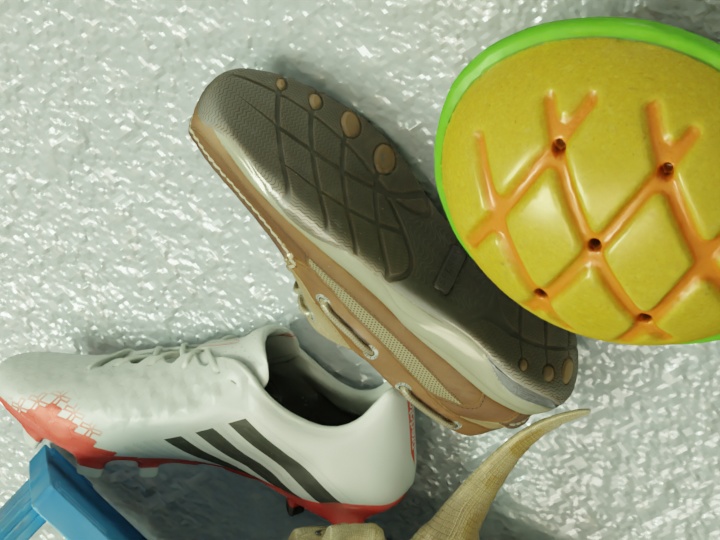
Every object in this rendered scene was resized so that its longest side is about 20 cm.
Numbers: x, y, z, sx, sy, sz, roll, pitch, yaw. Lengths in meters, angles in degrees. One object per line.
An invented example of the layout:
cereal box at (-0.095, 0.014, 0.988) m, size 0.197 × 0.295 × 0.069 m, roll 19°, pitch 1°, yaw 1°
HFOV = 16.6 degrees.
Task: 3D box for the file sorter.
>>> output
file sorter at (-0.131, 0.177, 1.118) m, size 0.139 × 0.200 × 0.123 m, roll 43°, pitch 85°, yaw -6°

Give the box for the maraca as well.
maraca at (0.123, -0.028, 0.940) m, size 0.200 × 0.107 × 0.137 m, roll 13°, pitch 126°, yaw 16°

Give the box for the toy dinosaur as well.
toy dinosaur at (0.021, 0.135, 1.070) m, size 0.101 × 0.058 × 0.200 m, roll 17°, pitch 99°, yaw -21°

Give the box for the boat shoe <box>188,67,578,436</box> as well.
boat shoe at (0.000, 0.000, 1.040) m, size 0.200 × 0.076 × 0.072 m, roll 44°, pitch 131°, yaw -6°

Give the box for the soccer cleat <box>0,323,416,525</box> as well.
soccer cleat at (-0.069, 0.057, 1.118) m, size 0.200 × 0.069 × 0.085 m, roll 16°, pitch 119°, yaw 10°
